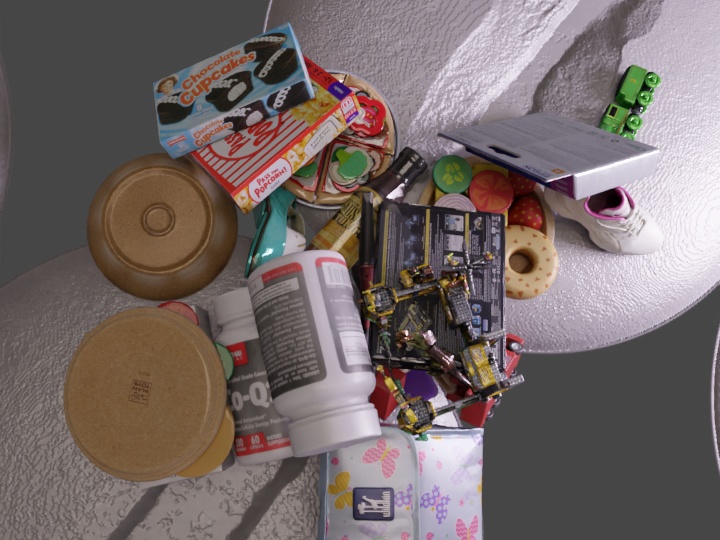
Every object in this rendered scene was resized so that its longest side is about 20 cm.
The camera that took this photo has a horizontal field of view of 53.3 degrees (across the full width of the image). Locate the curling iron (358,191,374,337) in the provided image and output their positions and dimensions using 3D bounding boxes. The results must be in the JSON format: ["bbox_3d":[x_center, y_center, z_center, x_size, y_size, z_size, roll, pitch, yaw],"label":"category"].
[{"bbox_3d":[0.000,0.000,0.915,0.049,0.026,0.202,-2,109,-32],"label":"curling iron"}]

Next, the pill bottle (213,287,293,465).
[{"bbox_3d":[-0.115,0.124,0.876,0.113,0.114,0.202,-13,82,-7],"label":"pill bottle"}]

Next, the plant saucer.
[{"bbox_3d":[-0.262,-0.062,0.940,0.198,0.035,0.202,1,81,-5],"label":"plant saucer"}]

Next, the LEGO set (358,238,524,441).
[{"bbox_3d":[0.084,0.073,0.764,0.152,0.116,0.202,-8,73,-8],"label":"LEGO set"}]

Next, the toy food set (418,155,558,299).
[{"bbox_3d":[0.167,-0.060,0.965,0.196,0.049,0.202,3,81,-5],"label":"toy food set"}]

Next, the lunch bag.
[{"bbox_3d":[0.044,0.267,0.843,0.198,0.127,0.171,9,78,-29],"label":"lunch bag"}]

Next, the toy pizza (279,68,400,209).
[{"bbox_3d":[-0.042,-0.184,0.982,0.198,0.032,0.202,1,81,-5],"label":"toy pizza"}]

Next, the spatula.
[{"bbox_3d":[0.036,0.085,0.950,0.056,0.021,0.201,-27,81,9],"label":"spatula"}]

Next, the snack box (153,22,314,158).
[{"bbox_3d":[-0.164,-0.230,0.913,0.198,0.037,0.117,-22,54,6],"label":"snack box"}]

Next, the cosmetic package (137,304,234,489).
[{"bbox_3d":[-0.228,0.153,0.883,0.107,0.085,0.202,-13,81,-3],"label":"cosmetic package"}]

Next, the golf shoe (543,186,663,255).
[{"bbox_3d":[0.337,-0.071,0.950,0.199,0.091,0.076,26,90,-20],"label":"golf shoe"}]

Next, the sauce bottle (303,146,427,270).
[{"bbox_3d":[0.009,-0.078,0.947,0.066,0.066,0.200,39,84,2],"label":"sauce bottle"}]

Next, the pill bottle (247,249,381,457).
[{"bbox_3d":[-0.048,0.090,0.774,0.113,0.114,0.202,-12,73,-7],"label":"pill bottle"}]

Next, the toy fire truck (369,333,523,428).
[{"bbox_3d":[0.111,0.127,0.897,0.140,0.049,0.200,23,37,20],"label":"toy fire truck"}]

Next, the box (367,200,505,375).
[{"bbox_3d":[0.094,0.021,0.870,0.160,0.049,0.202,6,70,-6],"label":"box"}]

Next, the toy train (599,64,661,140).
[{"bbox_3d":[0.366,-0.202,1.019,0.056,0.042,0.201,25,79,9],"label":"toy train"}]

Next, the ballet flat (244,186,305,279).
[{"bbox_3d":[-0.100,-0.048,0.889,0.070,0.201,0.068,16,120,-13],"label":"ballet flat"}]

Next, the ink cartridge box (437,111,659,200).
[{"bbox_3d":[0.231,-0.145,0.902,0.199,0.196,0.044,-18,124,-27],"label":"ink cartridge box"}]

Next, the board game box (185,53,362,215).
[{"bbox_3d":[-0.120,-0.186,0.923,0.200,0.046,0.151,-43,56,-9],"label":"board game box"}]

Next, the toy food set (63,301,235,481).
[{"bbox_3d":[-0.240,0.136,0.816,0.198,0.049,0.200,-5,82,6],"label":"toy food set"}]
